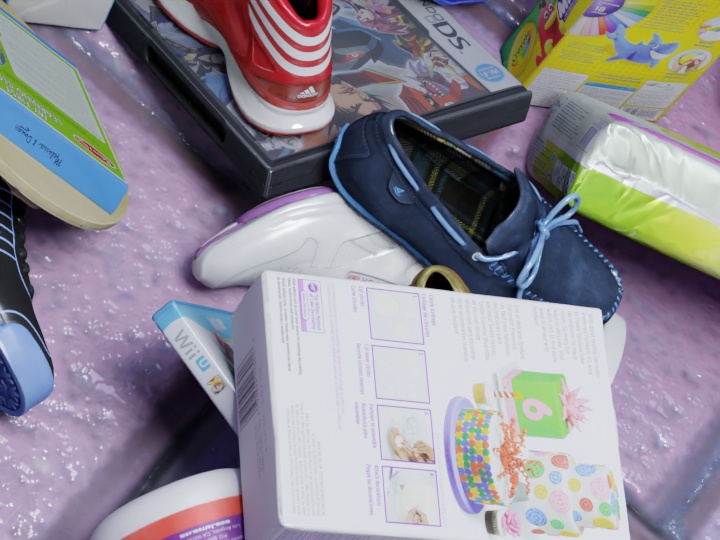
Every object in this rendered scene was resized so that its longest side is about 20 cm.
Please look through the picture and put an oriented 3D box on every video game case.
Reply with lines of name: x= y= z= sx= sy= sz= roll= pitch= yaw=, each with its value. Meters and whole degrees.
video game case: x=-0.033 y=0.103 z=1.433 sx=0.018 sy=0.143 sz=0.200 roll=-38 pitch=80 yaw=7
video game case: x=-0.025 y=-0.130 z=1.590 sx=0.199 sy=0.026 sz=0.181 roll=-18 pitch=50 yaw=-33

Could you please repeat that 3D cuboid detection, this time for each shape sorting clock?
shape sorting clock: x=-0.202 y=-0.102 z=1.463 sx=0.200 sy=0.039 sz=0.200 roll=47 pitch=12 yaw=-13

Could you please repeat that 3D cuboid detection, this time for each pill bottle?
pill bottle: x=-0.063 y=0.213 z=1.357 sx=0.112 sy=0.113 sz=0.201 roll=-11 pitch=68 yaw=-30

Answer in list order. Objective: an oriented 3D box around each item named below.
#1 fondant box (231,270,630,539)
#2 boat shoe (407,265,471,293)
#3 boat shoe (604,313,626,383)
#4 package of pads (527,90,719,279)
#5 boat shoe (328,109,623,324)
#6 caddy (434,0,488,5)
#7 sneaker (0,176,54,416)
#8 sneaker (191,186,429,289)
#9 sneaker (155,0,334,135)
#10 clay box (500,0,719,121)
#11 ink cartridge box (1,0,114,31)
fondant box: x=0.036 y=0.085 z=1.369 sx=0.199 sy=0.058 sz=0.145 roll=6 pitch=61 yaw=-20
boat shoe: x=0.054 y=0.094 z=1.454 sx=0.071 sy=0.068 sz=0.201 roll=-13 pitch=64 yaw=-7
boat shoe: x=0.096 y=0.088 z=1.533 sx=0.063 sy=0.071 sz=0.201 roll=35 pitch=55 yaw=-5
package of pads: x=0.209 y=-0.040 z=1.618 sx=0.199 sy=0.155 sz=0.069 roll=25 pitch=97 yaw=-12
boat shoe: x=0.074 y=-0.023 z=1.502 sx=0.199 sy=0.069 sz=0.085 roll=26 pitch=61 yaw=-22
caddy: x=0.069 y=-0.244 z=1.656 sx=0.200 sy=0.104 sz=0.142 roll=-16 pitch=92 yaw=-68
sneaker: x=-0.211 y=-0.017 z=1.445 sx=0.078 sy=0.070 sz=0.201 roll=-25 pitch=75 yaw=-29
sneaker: x=0.000 y=0.000 z=1.535 sx=0.199 sy=0.075 sz=0.100 roll=-7 pitch=81 yaw=-22
sneaker: x=-0.062 y=-0.182 z=1.529 sx=0.078 sy=0.116 sz=0.200 roll=-15 pitch=48 yaw=-29
clay box: x=0.183 y=-0.168 z=1.643 sx=0.114 sy=0.200 sz=0.048 roll=6 pitch=60 yaw=-23
ink cartridge box: x=-0.178 y=-0.262 z=1.574 sx=0.067 sy=0.116 sz=0.201 roll=5 pitch=60 yaw=-20
